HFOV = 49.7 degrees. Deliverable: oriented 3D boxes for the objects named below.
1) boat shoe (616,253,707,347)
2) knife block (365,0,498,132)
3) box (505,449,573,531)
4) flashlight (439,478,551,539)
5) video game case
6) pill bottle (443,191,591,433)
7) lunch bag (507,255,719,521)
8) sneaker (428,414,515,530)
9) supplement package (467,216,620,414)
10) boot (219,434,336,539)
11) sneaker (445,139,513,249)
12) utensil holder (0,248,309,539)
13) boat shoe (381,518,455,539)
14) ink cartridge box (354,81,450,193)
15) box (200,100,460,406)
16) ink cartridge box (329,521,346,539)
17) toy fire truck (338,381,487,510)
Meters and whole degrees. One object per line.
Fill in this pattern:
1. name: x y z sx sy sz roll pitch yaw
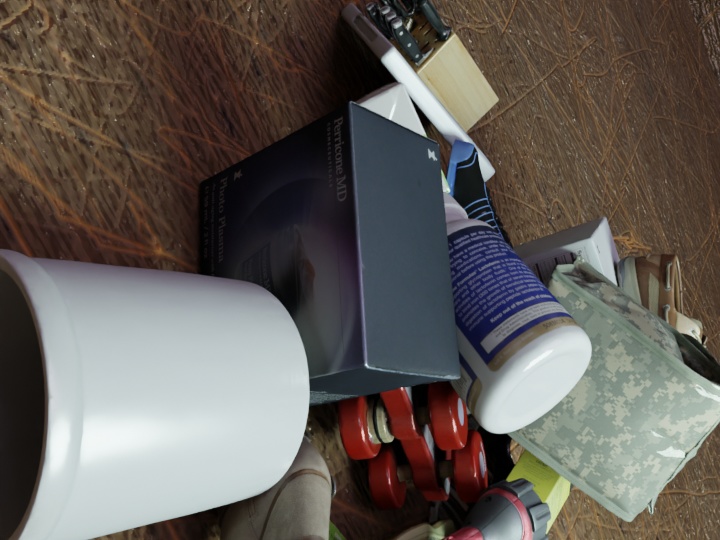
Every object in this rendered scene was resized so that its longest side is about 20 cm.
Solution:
1. boat shoe: 0.321 0.072 0.809 0.075 0.070 0.205 31 49 -55
2. knife block: 0.089 -0.250 0.915 0.200 0.064 0.176 47 12 -11
3. box: 0.153 0.259 0.778 0.200 0.049 0.077 -47 144 -34
4. flashlight: 0.080 0.234 0.651 0.197 0.067 0.070 -8 83 -43
5. video game case: 0.065 -0.209 0.903 0.200 0.023 0.183 43 13 -34
6. pill bottle: 0.099 0.029 0.682 0.114 0.117 0.201 12 34 -47
7. lunch bag: 0.232 0.113 0.739 0.199 0.166 0.117 40 24 20
8. sneaker: 0.133 0.242 0.851 0.073 0.086 0.204 37 51 -35
9. supplement package: 0.202 0.051 0.893 0.151 0.196 0.154 -26 97 -64
10. boot: -0.087 0.220 0.587 0.070 0.200 0.147 34 16 -31
11. sneaker: 0.122 -0.038 0.812 0.070 0.076 0.206 79 16 -74
12. utensil holder: -0.154 0.081 0.504 0.198 0.167 0.175 5 73 -52
13. boat shoe: 0.050 0.275 0.722 0.199 0.072 0.064 18 46 -59
14. ink cartridge box: 0.033 -0.136 0.841 0.200 0.066 0.119 -95 159 -77
15. box: -0.034 0.001 0.648 0.122 0.195 0.206 14 66 -46
16. ink cartridge box: -0.021 0.318 0.647 0.149 0.075 0.202 53 43 -23
17. toy fire truck: 0.057 0.127 0.769 0.170 0.109 0.203 -81 155 -48
